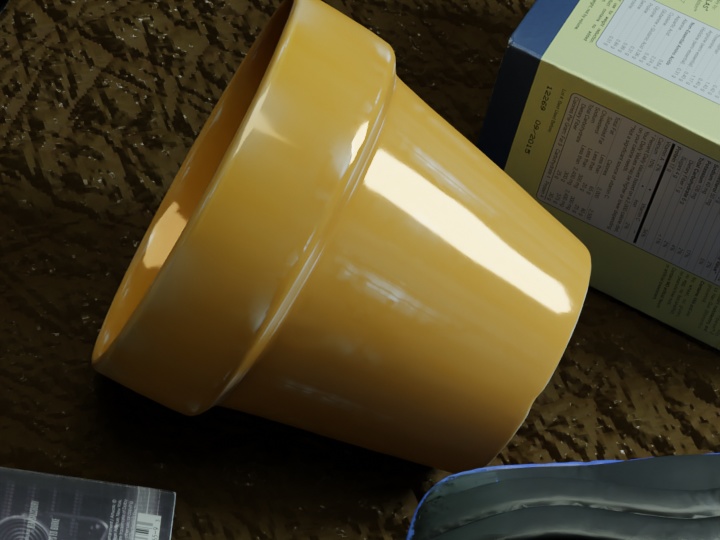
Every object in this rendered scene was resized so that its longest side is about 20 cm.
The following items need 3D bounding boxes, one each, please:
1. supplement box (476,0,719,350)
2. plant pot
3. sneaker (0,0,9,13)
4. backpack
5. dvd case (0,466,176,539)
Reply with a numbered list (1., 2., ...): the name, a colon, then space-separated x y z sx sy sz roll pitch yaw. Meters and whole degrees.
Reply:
1. supplement box: 0.189 -0.087 1.199 0.199 0.135 0.200 27 49 10
2. plant pot: 0.000 0.000 1.059 0.183 0.200 0.201 29 48 -10
3. sneaker: -0.222 -0.186 1.231 0.084 0.075 0.201 16 58 3
4. backpack: 0.109 0.176 0.934 0.199 0.168 0.163 1 47 -5
5. dvd case: -0.187 0.148 0.989 0.199 0.016 0.149 9 50 -7
